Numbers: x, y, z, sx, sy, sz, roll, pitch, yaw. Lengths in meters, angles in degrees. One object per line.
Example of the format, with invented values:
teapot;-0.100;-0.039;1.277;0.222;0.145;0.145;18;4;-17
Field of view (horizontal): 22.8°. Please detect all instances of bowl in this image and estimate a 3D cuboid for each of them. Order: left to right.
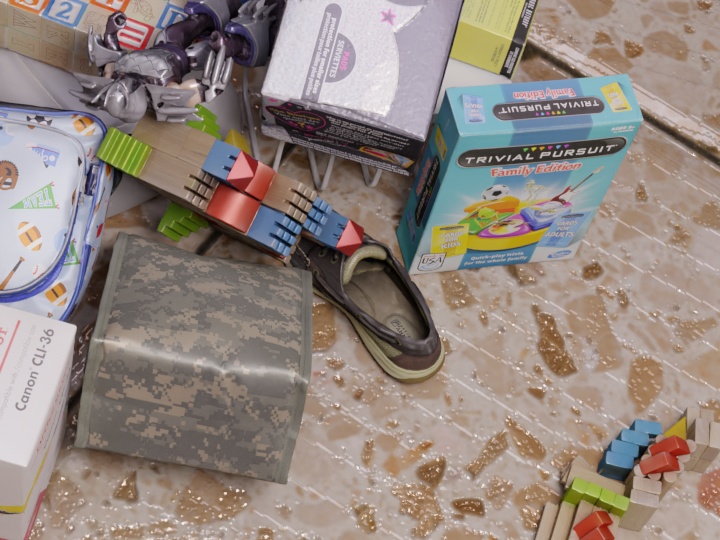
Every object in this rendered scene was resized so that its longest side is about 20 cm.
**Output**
bowl;-0.212;-0.158;1.490;0.199;0.075;0.200;-31;70;-28

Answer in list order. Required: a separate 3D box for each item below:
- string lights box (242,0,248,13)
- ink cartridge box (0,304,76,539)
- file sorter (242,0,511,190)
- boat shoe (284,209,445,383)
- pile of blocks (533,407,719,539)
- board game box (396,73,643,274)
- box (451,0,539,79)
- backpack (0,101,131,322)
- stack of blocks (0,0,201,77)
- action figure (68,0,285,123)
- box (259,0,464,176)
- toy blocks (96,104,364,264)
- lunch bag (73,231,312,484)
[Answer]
string lights box;-0.048;-0.292;1.530;0.102;0.200;0.059;-20;64;-23
ink cartridge box;-0.246;0.106;1.243;0.067;0.200;0.117;15;57;-2
file sorter;0.009;-0.149;1.499;0.198;0.125;0.140;-4;59;-15
boat shoe;0.000;0.000;1.439;0.073;0.065;0.200;-35;68;-25
pile of blocks;0.210;0.156;1.390;0.082;0.062;0.200;42;60;15
board game box;0.123;-0.073;1.431;0.150;0.200;0.047;-6;60;-15
box;0.044;-0.227;1.453;0.199;0.050;0.076;20;56;0
backpack;-0.277;-0.032;1.341;0.198;0.154;0.192;8;92;-1
stack of blocks;-0.225;-0.223;1.448;0.199;0.059;0.116;20;56;0
action figure;-0.137;-0.164;1.341;0.129;0.070;0.200;21;38;21
box;0.008;-0.194;1.349;0.131;0.115;0.202;16;78;-1
toy blocks;-0.085;-0.053;1.354;0.136;0.200;0.100;24;85;34
lunch bag;-0.120;0.053;1.348;0.163;0.118;0.201;11;31;-5
